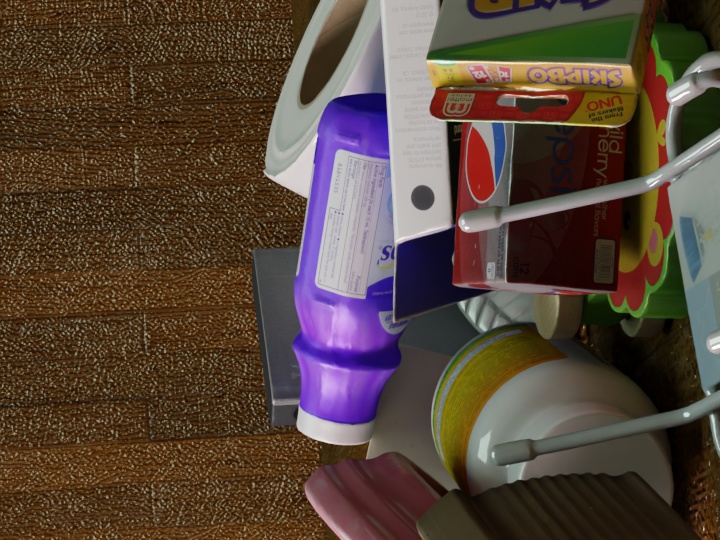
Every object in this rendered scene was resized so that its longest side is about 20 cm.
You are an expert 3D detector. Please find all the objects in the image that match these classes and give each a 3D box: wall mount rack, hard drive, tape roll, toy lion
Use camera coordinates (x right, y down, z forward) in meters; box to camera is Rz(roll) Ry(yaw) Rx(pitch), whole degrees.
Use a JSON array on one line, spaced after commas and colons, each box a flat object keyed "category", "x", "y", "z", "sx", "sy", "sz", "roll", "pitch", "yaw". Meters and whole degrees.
[{"category": "wall mount rack", "x": 0.125, "y": 0.004, "z": 0.965, "sx": 0.174, "sy": 0.074, "sz": 0.202, "roll": -36, "pitch": 53, "yaw": 51}, {"category": "hard drive", "x": 0.034, "y": 0.038, "z": 1.409, "sx": 0.140, "sy": 0.198, "sz": 0.033, "roll": -101, "pitch": 12, "yaw": -46}, {"category": "tape roll", "x": 0.013, "y": -0.134, "z": 1.382, "sx": 0.203, "sy": 0.070, "sz": 0.203, "roll": -57, "pitch": 17, "yaw": 29}, {"category": "toy lion", "x": 0.137, "y": -0.063, "z": 1.113, "sx": 0.192, "sy": 0.068, "sz": 0.202, "roll": 114, "pitch": 153, "yaw": -61}]

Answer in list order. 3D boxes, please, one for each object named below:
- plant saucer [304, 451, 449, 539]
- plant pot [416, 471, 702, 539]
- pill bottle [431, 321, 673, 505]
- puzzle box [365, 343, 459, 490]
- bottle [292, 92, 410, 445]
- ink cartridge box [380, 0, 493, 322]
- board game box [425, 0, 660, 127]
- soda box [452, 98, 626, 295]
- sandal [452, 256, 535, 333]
[{"category": "plant saucer", "x": 0.058, "y": 0.164, "z": 1.163, "sx": 0.051, "sy": 0.200, "sz": 0.201, "roll": -49, "pitch": 9, "yaw": 0}, {"category": "plant pot", "x": 0.124, "y": 0.158, "z": 0.978, "sx": 0.201, "sy": 0.093, "sz": 0.201, "roll": 48, "pitch": 180, "yaw": 0}, {"category": "pill bottle", "x": 0.106, "y": 0.098, "z": 1.190, "sx": 0.200, "sy": 0.110, "sz": 0.112, "roll": -131, "pitch": 39, "yaw": -80}, {"category": "puzzle box", "x": 0.060, "y": 0.152, "z": 1.299, "sx": 0.025, "sy": 0.132, "sz": 0.202, "roll": 104, "pitch": 180, "yaw": -68}, {"category": "bottle", "x": 0.000, "y": 0.000, "z": 1.272, "sx": 0.083, "sy": 0.065, "sz": 0.202, "roll": -14, "pitch": -63, "yaw": -59}, {"category": "ink cartridge box", "x": 0.075, "y": -0.081, "z": 1.256, "sx": 0.198, "sy": 0.043, "sz": 0.202, "roll": -17, "pitch": -73, "yaw": -61}, {"category": "board game box", "x": 0.094, "y": -0.150, "z": 0.991, "sx": 0.030, "sy": 0.095, "sz": 0.201, "roll": 63, "pitch": -145, "yaw": -53}, {"category": "soda box", "x": 0.091, "y": -0.090, "z": 1.078, "sx": 0.070, "sy": 0.063, "sz": 0.202, "roll": 178, "pitch": 97, "yaw": -70}, {"category": "sandal", "x": 0.082, "y": -0.022, "z": 1.413, "sx": 0.203, "sy": 0.083, "sz": 0.050, "roll": 50, "pitch": -163, "yaw": 31}]
